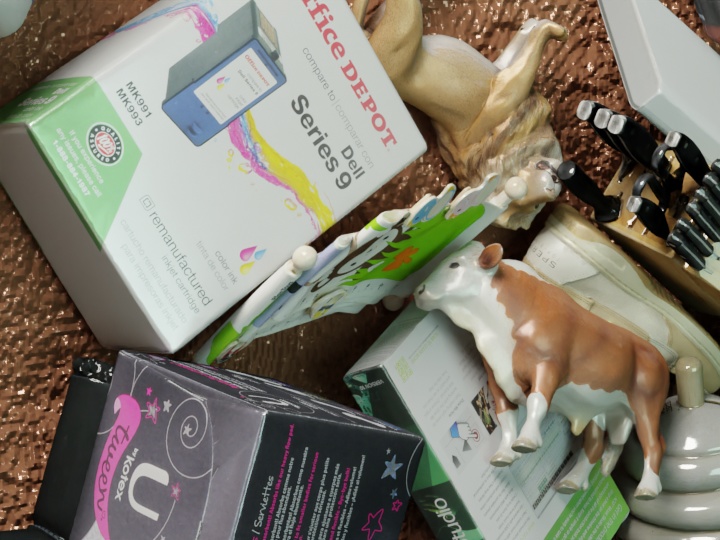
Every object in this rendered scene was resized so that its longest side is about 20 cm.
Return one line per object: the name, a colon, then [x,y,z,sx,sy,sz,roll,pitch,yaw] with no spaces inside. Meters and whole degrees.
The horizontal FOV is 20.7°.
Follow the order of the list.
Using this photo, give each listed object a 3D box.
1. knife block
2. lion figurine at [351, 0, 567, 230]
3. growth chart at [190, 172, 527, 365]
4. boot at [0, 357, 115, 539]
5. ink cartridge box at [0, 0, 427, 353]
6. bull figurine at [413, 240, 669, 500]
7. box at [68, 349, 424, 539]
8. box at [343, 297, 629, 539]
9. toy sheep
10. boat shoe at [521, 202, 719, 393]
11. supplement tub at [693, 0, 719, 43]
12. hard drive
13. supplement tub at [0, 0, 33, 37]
knife block: [0.188,-0.041,1.236,0.175,0.200,0.064,33,87,-7]
lion figurine: [0.050,-0.117,1.179,0.200,0.072,0.123,30,92,-19]
growth chart: [0.000,0.000,1.104,0.200,0.145,0.018,-18,69,-46]
boot: [-0.161,0.126,1.048,0.198,0.073,0.163,24,83,-41]
ink cartridge box: [-0.083,-0.071,1.067,0.200,0.087,0.146,-39,109,-27]
bull figurine: [0.114,0.061,1.165,0.199,0.065,0.122,22,65,-36]
box: [-0.074,0.156,0.999,0.114,0.132,0.201,15,91,-43]
box: [0.080,0.107,1.184,0.201,0.036,0.144,59,39,-12]
toy sheep: [0.226,0.147,1.282,0.137,0.138,0.201,-19,111,-32]
boat shoe: [0.168,0.033,1.274,0.069,0.074,0.200,-47,126,5]
supplement tub: [0.242,-0.253,1.266,0.107,0.107,0.201,-35,114,-27]
hard drive: [0.235,-0.099,1.277,0.026,0.132,0.200,-38,126,26]
supplement tub: [-0.188,-0.227,0.956,0.132,0.132,0.201,27,80,-33]
